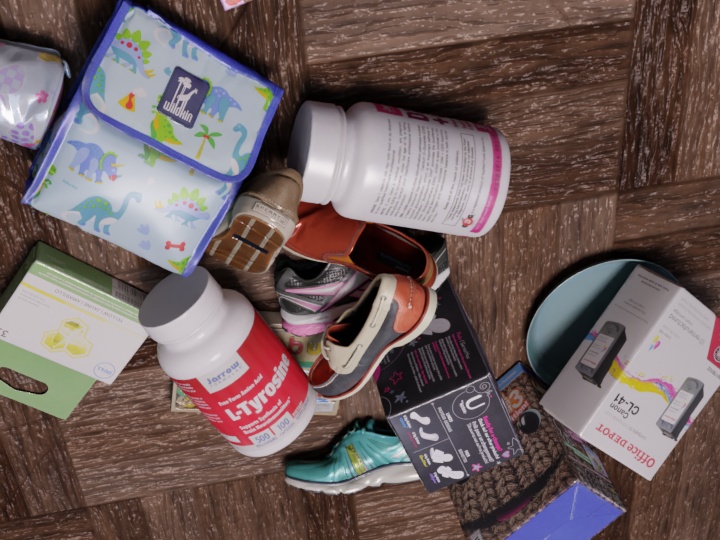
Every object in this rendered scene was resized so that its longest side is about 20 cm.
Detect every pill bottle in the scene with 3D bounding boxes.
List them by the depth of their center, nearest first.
[{"bbox_3d":[0.035,-0.101,0.948,0.199,0.114,0.114,8,122,-18],"label":"pill bottle"},{"bbox_3d":[-0.139,0.094,1.012,0.112,0.112,0.200,-29,124,8],"label":"pill bottle"}]

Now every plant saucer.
[{"bbox_3d":[0.292,0.064,1.170,0.199,0.027,0.201,-6,124,-9],"label":"plant saucer"}]

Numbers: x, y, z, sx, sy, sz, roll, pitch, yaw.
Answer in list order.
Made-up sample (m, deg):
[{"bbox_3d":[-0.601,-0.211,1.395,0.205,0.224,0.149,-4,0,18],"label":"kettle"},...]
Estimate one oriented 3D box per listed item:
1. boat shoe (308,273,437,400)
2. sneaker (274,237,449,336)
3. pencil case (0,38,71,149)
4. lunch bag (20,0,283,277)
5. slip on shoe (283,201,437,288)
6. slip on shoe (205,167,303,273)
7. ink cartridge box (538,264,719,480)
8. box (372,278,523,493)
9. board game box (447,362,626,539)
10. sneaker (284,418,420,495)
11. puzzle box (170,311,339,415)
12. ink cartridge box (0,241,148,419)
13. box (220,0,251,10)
[{"bbox_3d":[-0.004,0.067,0.978,0.062,0.071,0.200,19,139,-26],"label":"boat shoe"},{"bbox_3d":[0.000,0.000,1.035,0.199,0.080,0.087,-21,115,-4],"label":"sneaker"},{"bbox_3d":[-0.357,-0.175,0.833,0.199,0.083,0.091,18,81,-22],"label":"pencil case"},{"bbox_3d":[-0.188,-0.121,0.888,0.170,0.127,0.200,27,102,-24],"label":"lunch bag"},{"bbox_3d":[-0.013,-0.034,0.979,0.199,0.061,0.074,26,80,4],"label":"slip on shoe"},{"bbox_3d":[-0.105,-0.048,0.941,0.076,0.200,0.061,27,71,-10],"label":"slip on shoe"},{"bbox_3d":[0.326,0.118,1.114,0.147,0.086,0.200,33,92,-31],"label":"ink cartridge box"},{"bbox_3d":[0.082,0.111,1.049,0.114,0.200,0.132,-24,126,6],"label":"box"},{"bbox_3d":[0.194,0.242,1.162,0.097,0.200,0.159,35,110,-31],"label":"board game box"},{"bbox_3d":[0.001,0.224,1.200,0.199,0.078,0.080,-13,95,2],"label":"sneaker"},{"bbox_3d":[-0.113,0.106,1.111,0.199,0.025,0.134,3,122,-14],"label":"puzzle box"},{"bbox_3d":[-0.328,0.081,1.035,0.145,0.048,0.200,29,111,-28],"label":"ink cartridge box"},{"bbox_3d":[-0.052,-0.323,0.824,0.199,0.039,0.137,-21,126,2],"label":"box"}]
